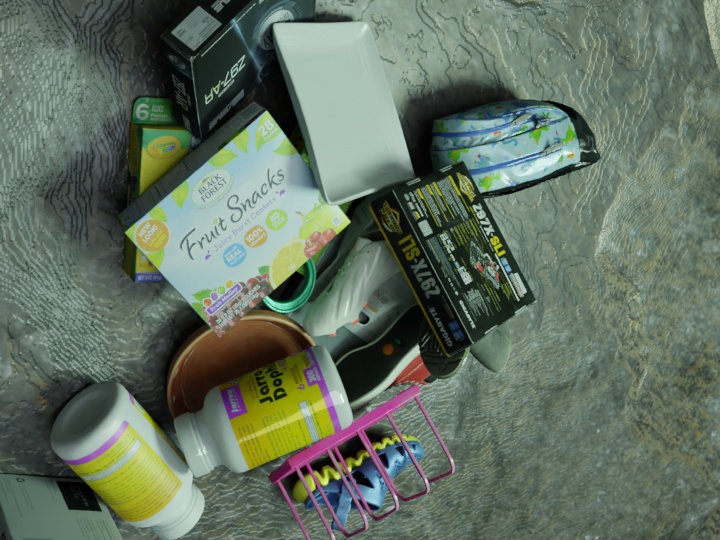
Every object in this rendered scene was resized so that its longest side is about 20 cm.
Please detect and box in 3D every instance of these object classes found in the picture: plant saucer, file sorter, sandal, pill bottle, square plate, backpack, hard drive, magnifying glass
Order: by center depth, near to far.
[{"bbox_3d":[-0.020,-0.183,1.073,0.197,0.028,0.203,-23,96,-55],"label":"square plate"},{"bbox_3d":[-0.268,0.232,1.113,0.104,0.104,0.201,-41,123,-13],"label":"pill bottle"},{"bbox_3d":[-0.101,-0.043,1.113,0.079,0.022,0.203,-22,116,-23],"label":"magnifying glass"},{"bbox_3d":[-0.116,0.172,1.117,0.197,0.104,0.106,-22,119,-8],"label":"pill bottle"},{"bbox_3d":[-0.145,0.136,1.177,0.197,0.032,0.203,-9,122,-15],"label":"plant saucer"},{"bbox_3d":[0.004,0.262,1.215,0.198,0.139,0.127,-26,79,-23],"label":"file sorter"},{"bbox_3d":[-0.033,0.040,1.238,0.139,0.033,0.202,32,89,-36],"label":"hard drive"},{"bbox_3d":[0.187,-0.161,1.243,0.198,0.163,0.155,-31,113,-11],"label":"backpack"},{"bbox_3d":[0.008,0.300,1.314,0.198,0.088,0.080,-24,152,-19],"label":"sandal"}]

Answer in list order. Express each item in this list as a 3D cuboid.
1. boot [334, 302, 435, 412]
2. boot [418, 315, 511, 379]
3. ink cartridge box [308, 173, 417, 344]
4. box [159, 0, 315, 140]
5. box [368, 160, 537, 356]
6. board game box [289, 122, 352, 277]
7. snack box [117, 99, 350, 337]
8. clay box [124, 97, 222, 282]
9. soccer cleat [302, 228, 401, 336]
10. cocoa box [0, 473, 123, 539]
[{"bbox_3d":[0.038,0.148,1.270,0.199,0.073,0.145,-37,147,-9],"label":"boot"},{"bbox_3d":[0.142,0.090,1.230,0.201,0.071,0.185,55,37,-53],"label":"boot"},{"bbox_3d":[0.036,-0.013,1.227,0.200,0.057,0.162,-44,127,13],"label":"ink cartridge box"},{"bbox_3d":[-0.123,-0.253,0.991,0.201,0.043,0.161,-50,170,-20],"label":"box"},{"bbox_3d":[0.113,-0.019,1.120,0.159,0.049,0.202,-26,87,-50],"label":"box"},{"bbox_3d":[-0.059,-0.105,1.160,0.101,0.047,0.202,30,90,-35],"label":"board game box"},{"bbox_3d":[-0.138,-0.057,1.041,0.199,0.068,0.169,-40,119,-5],"label":"snack box"},{"bbox_3d":[-0.206,-0.091,1.072,0.113,0.047,0.204,-3,109,-31],"label":"clay box"},{"bbox_3d":[0.000,0.000,1.154,0.199,0.069,0.078,-39,123,-5],"label":"soccer cleat"},{"bbox_3d":[-0.349,0.334,1.039,0.132,0.199,0.133,13,101,-33],"label":"cocoa box"}]
